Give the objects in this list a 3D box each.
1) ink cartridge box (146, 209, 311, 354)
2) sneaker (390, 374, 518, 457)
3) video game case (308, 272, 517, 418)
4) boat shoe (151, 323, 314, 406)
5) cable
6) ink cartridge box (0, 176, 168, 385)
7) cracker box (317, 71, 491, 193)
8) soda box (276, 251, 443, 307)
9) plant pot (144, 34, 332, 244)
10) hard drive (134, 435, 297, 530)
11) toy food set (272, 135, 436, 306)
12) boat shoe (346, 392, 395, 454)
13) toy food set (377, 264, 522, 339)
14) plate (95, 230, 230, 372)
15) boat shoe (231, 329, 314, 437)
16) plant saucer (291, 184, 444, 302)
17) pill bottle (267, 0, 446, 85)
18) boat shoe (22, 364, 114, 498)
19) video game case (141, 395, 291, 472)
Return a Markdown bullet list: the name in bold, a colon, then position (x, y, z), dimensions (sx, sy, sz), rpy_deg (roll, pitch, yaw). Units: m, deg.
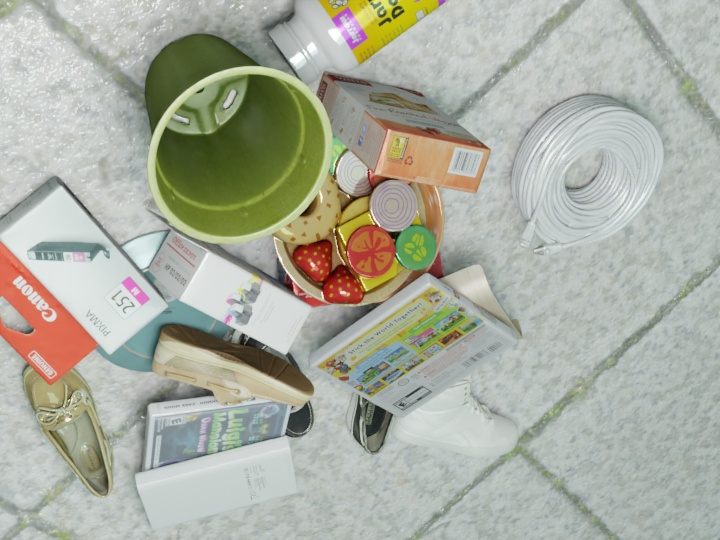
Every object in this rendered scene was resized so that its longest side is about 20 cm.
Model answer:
- **ink cartridge box**: position (-0.168, 0.013, 1.656), dimensions (0.199, 0.115, 0.068), rpy_deg (30, 91, -32)
- **sneaker**: position (0.148, 0.188, 1.959), dimensions (0.198, 0.074, 0.116), rpy_deg (9, 119, -27)
- **video game case**: position (0.066, 0.097, 1.774), dimensions (0.199, 0.023, 0.181), rpy_deg (-35, 134, 25)
- **boat shoe**: position (-0.154, 0.127, 1.724), dimensions (0.198, 0.071, 0.065), rpy_deg (21, 107, 3)
- **cable**: position (0.290, -0.125, 1.830), dimensions (0.198, 0.069, 0.202), rpy_deg (-7, 122, -21)
- **ink cartridge box**: position (-0.348, 0.021, 1.632), dimensions (0.173, 0.044, 0.200), rpy_deg (-40, 118, -2)
- **cracker box**: position (0.043, -0.158, 1.615), dimensions (0.133, 0.200, 0.058), rpy_deg (8, 111, -28)
- **soda box**: position (0.000, 0.000, 1.769), dimensions (0.198, 0.063, 0.071), rpy_deg (-9, 94, -18)
- **plant pot**: position (-0.152, -0.161, 1.535), dimensions (0.198, 0.190, 0.202), rpy_deg (-11, 123, -17)
- **hard drive**: position (-0.184, 0.277, 1.853), dimensions (0.198, 0.026, 0.132), rpy_deg (-13, 146, -6)
- **toy food set**: position (-0.010, -0.059, 1.668), dimensions (0.197, 0.049, 0.201), rpy_deg (-28, 99, -16)
- **boat shoe**: position (0.029, 0.150, 1.889), dimensions (0.070, 0.064, 0.202), rpy_deg (-4, 121, -21)
- **toy food set**: position (0.117, 0.062, 1.831), dimensions (0.142, 0.061, 0.200), rpy_deg (-22, 151, 11)
- **plate**: position (-0.237, 0.044, 1.730), dimensions (0.198, 0.026, 0.202), rpy_deg (-11, 124, -17)
- **boat shoe**: position (-0.101, 0.149, 1.827), dimensions (0.074, 0.060, 0.201), rpy_deg (-36, 129, -20)
- **plant saucer**: position (0.004, -0.062, 1.717), dimensions (0.198, 0.037, 0.203), rpy_deg (0, 92, -18)
- **pill bottle**: position (-0.002, -0.290, 1.575), dimensions (0.199, 0.104, 0.104), rpy_deg (-36, 128, 1)
- **boat shoe**: position (-0.351, 0.193, 1.747), dimensions (0.073, 0.063, 0.202), rpy_deg (-22, 126, -10)
- **video game case**: position (-0.185, 0.219, 1.813), dimensions (0.180, 0.024, 0.201), rpy_deg (-6, 144, -17)
